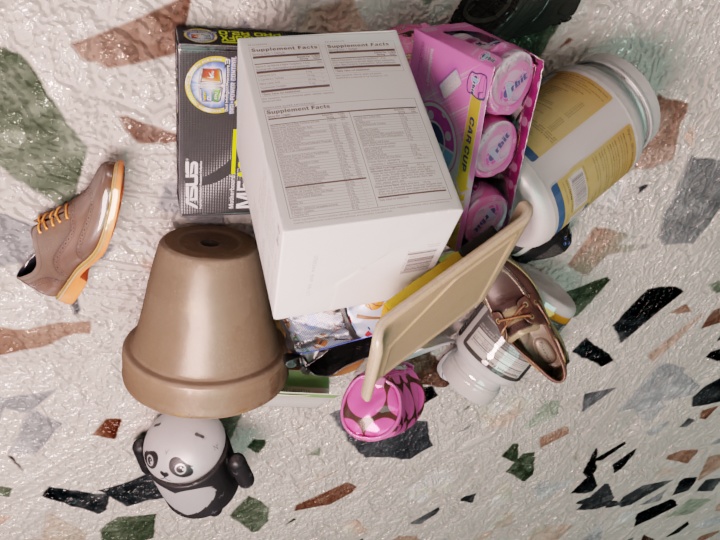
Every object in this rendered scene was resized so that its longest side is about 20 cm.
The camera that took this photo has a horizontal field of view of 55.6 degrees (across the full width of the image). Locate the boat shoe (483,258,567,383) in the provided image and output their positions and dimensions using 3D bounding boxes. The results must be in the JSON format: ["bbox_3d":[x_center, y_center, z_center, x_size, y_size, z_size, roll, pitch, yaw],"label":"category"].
[{"bbox_3d":[0.214,0.065,0.903,0.072,0.072,0.201,-30,103,16],"label":"boat shoe"}]

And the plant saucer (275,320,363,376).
[{"bbox_3d":[-0.036,0.089,0.984,0.198,0.038,0.201,-10,133,-11],"label":"plant saucer"}]

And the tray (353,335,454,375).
[{"bbox_3d":[0.066,0.117,0.991,0.107,0.022,0.200,-23,170,18],"label":"tray"}]

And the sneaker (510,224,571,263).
[{"bbox_3d":[0.272,-0.086,0.918,0.111,0.073,0.200,23,130,-39],"label":"sneaker"}]

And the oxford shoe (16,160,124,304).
[{"bbox_3d":[-0.312,-0.043,0.737,0.073,0.072,0.200,22,121,-29],"label":"oxford shoe"}]

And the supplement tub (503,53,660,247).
[{"bbox_3d":[0.220,-0.136,0.766,0.200,0.145,0.145,-38,137,-14],"label":"supplement tub"}]

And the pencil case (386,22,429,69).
[{"bbox_3d":[0.057,-0.165,0.753,0.087,0.082,0.201,-49,143,-29],"label":"pencil case"}]

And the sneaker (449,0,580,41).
[{"bbox_3d":[0.177,-0.276,0.705,0.200,0.076,0.091,-39,140,20],"label":"sneaker"}]

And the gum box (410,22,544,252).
[{"bbox_3d":[0.100,-0.133,0.667,0.066,0.113,0.201,-17,131,-28],"label":"gum box"}]

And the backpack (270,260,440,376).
[{"bbox_3d":[0.000,0.000,0.793,0.189,0.201,0.155,-8,123,12],"label":"backpack"}]

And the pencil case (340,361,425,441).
[{"bbox_3d":[0.034,0.172,0.920,0.094,0.090,0.200,-66,166,0],"label":"pencil case"}]

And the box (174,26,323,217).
[{"bbox_3d":[-0.114,-0.151,0.727,0.159,0.044,0.201,-4,132,-19],"label":"box"}]

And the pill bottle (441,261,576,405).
[{"bbox_3d":[0.215,0.096,1.014,0.116,0.117,0.201,20,115,-34],"label":"pill bottle"}]

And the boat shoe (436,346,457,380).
[{"bbox_3d":[0.225,0.144,1.111,0.199,0.066,0.074,-21,136,-1],"label":"boat shoe"}]

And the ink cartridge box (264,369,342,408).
[{"bbox_3d":[-0.112,0.156,0.929,0.144,0.048,0.200,5,161,-13],"label":"ink cartridge box"}]

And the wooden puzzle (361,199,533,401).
[{"bbox_3d":[0.072,0.030,0.658,0.200,0.037,0.185,-39,163,-18],"label":"wooden puzzle"}]

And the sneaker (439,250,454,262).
[{"bbox_3d":[0.091,0.040,0.913,0.199,0.090,0.078,-37,94,-13],"label":"sneaker"}]

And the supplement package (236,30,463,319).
[{"bbox_3d":[-0.023,-0.088,0.622,0.149,0.201,0.152,-9,153,-15],"label":"supplement package"}]

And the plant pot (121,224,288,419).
[{"bbox_3d":[-0.178,0.047,0.804,0.199,0.200,0.176,-1,115,-19],"label":"plant pot"}]

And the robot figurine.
[{"bbox_3d":[-0.251,0.293,1.029,0.149,0.125,0.201,-23,137,-17],"label":"robot figurine"}]
